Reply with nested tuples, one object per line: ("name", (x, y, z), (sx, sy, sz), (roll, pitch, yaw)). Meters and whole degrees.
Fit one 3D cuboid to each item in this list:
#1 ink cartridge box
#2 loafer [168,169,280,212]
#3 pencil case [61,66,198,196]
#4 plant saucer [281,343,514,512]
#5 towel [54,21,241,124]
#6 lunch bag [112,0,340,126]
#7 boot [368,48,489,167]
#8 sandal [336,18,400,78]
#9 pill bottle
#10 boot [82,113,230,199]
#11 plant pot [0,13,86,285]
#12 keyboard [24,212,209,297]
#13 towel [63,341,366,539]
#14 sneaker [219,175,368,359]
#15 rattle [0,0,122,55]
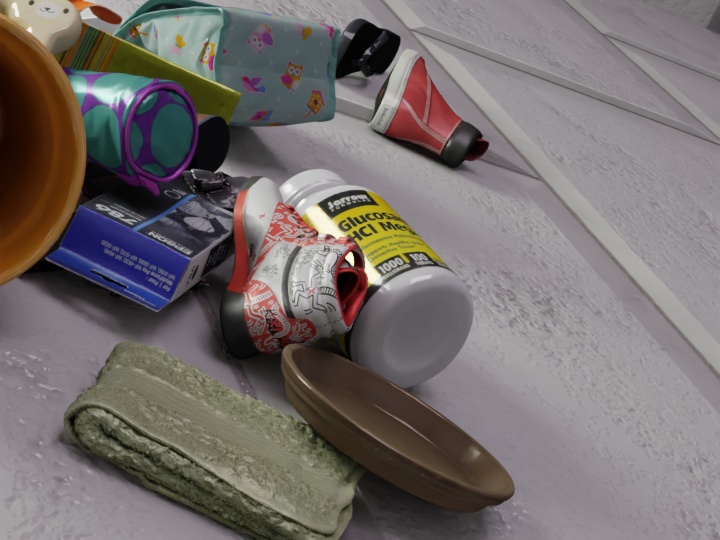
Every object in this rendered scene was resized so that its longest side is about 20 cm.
("ink cartridge box", (-0.163, -0.026, 1.365), (0.099, 0.039, 0.200), (25, 18, 4))
("loafer", (-0.101, -0.062, 1.536), (0.199, 0.063, 0.072), (14, 31, -44))
("pencil case", (-0.230, -0.118, 1.406), (0.199, 0.093, 0.085), (8, -16, 34))
("plant saucer", (0.023, 0.118, 1.277), (0.199, 0.030, 0.200), (31, 7, -5))
("towel", (-0.218, -0.169, 1.630), (0.199, 0.086, 0.018), (23, 21, -14))
("lunch bag", (-0.144, -0.211, 1.774), (0.170, 0.123, 0.199), (3, 4, -43))
("boot", (0.092, -0.193, 2.122), (0.144, 0.073, 0.200), (26, 28, -6))
("sandal", (0.014, -0.279, 2.215), (0.043, 0.076, 0.200), (31, 20, 16))
("pill bottle", (0.000, 0.000, 1.463), (0.112, 0.113, 0.200), (10, 26, -40))
("boot", (-0.210, -0.101, 1.544), (0.096, 0.075, 0.200), (11, 18, 29))
("plant pot", (-0.302, -0.096, 1.226), (0.199, 0.201, 0.183), (21, 5, -18))
("keyboard", (-0.200, -0.012, 1.374), (0.127, 0.021, 0.199), (32, 21, 28))
("towel", (-0.093, 0.117, 1.170), (0.199, 0.037, 0.148), (27, 19, -2))
("sneaker", (-0.046, -0.011, 1.388), (0.107, 0.068, 0.202), (-12, 36, 13))
("rattle", (-0.273, -0.230, 1.377), (0.199, 0.144, 0.130), (-22, 39, -32))
